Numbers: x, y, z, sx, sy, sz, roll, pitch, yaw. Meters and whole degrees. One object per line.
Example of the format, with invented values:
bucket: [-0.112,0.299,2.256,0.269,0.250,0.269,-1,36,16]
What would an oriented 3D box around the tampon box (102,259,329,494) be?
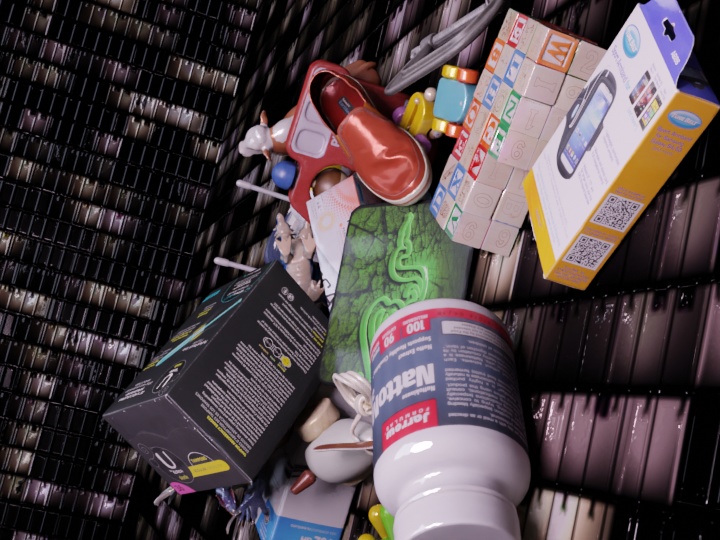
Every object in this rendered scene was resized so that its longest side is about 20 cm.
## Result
tampon box: [-0.138,0.115,1.108,0.150,0.126,0.200,-22,24,50]

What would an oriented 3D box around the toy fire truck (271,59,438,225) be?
toy fire truck: [-0.013,-0.132,1.251,0.112,0.167,0.201,-115,43,-67]

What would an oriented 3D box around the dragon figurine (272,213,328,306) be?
dragon figurine: [-0.070,0.016,1.282,0.099,0.059,0.201,84,177,-75]

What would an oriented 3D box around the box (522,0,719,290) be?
box: [0.188,-0.097,0.770,0.119,0.041,0.200,-92,26,-48]

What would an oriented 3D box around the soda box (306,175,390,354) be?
soda box: [0.000,0.000,1.144,0.068,0.064,0.201,-28,54,22]

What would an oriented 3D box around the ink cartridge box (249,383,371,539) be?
ink cartridge box: [-0.056,0.211,1.217,0.146,0.085,0.201,-144,72,-73]

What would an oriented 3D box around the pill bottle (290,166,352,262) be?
pill bottle: [-0.032,-0.115,1.405,0.111,0.111,0.201,149,135,-67]

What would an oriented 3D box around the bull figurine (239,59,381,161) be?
bull figurine: [-0.053,-0.181,1.306,0.200,0.065,0.121,-34,-18,-4]

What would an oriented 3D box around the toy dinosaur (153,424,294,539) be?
toy dinosaur: [-0.133,0.242,1.232,0.200,0.105,0.181,-42,5,-5]

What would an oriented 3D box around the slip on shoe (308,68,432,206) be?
slip on shoe: [0.005,-0.142,1.119,0.074,0.061,0.200,-45,58,15]

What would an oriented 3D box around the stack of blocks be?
stack of blocks: [0.134,-0.118,0.934,0.115,0.058,0.201,-113,42,-66]

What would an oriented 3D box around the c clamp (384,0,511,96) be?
c clamp: [0.098,-0.257,1.156,0.171,0.027,0.200,-46,14,-24]

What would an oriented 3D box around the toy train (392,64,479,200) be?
toy train: [0.089,-0.127,1.122,0.200,0.055,0.151,-41,51,54]

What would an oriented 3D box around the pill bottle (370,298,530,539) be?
pill bottle: [0.068,0.131,0.812,0.201,0.119,0.120,-92,23,-46]

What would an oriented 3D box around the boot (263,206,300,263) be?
boot: [-0.071,-0.092,1.498,0.090,0.073,0.200,-17,37,57]

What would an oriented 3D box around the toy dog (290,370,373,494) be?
toy dog: [-0.013,0.189,1.048,0.096,0.132,0.200,-48,-3,-22]

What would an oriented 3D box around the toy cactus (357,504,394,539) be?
toy cactus: [0.031,0.294,0.875,0.165,0.102,0.201,36,108,53]

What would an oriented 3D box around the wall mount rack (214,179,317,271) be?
wall mount rack: [-0.119,-0.046,1.555,0.074,0.174,0.201,11,83,34]

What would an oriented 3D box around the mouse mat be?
mouse mat: [0.037,0.021,1.062,0.160,0.008,0.201,-2,69,35]
